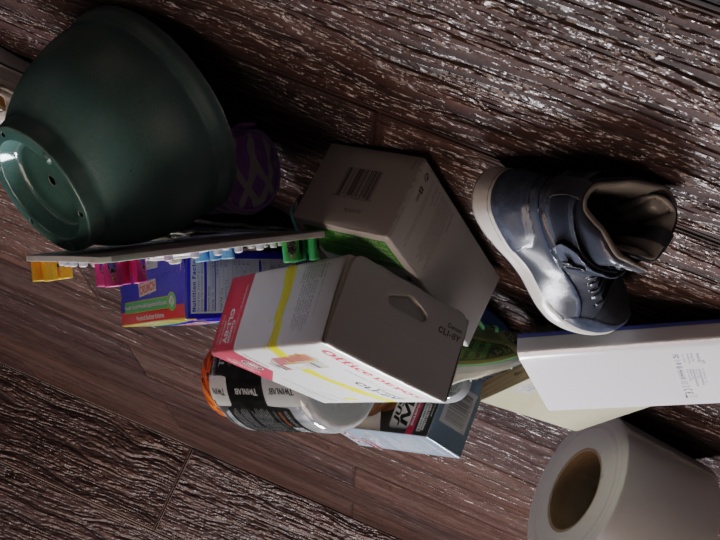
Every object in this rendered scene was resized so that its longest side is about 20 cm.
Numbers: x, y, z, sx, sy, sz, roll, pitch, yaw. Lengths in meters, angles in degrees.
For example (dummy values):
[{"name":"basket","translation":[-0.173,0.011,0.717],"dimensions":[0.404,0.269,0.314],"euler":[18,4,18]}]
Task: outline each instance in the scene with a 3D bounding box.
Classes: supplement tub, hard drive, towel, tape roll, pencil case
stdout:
[{"name":"supplement tub","translation":[-0.084,0.118,1.170],"dimensions":[0.199,0.123,0.122],"euler":[-8,143,47]},{"name":"hard drive","translation":[0.259,0.090,0.978],"dimensions":[0.198,0.026,0.132],"euler":[-6,147,23]},{"name":"towel","translation":[-0.189,-0.036,1.139],"dimensions":[0.191,0.035,0.199],"euler":[4,178,-44]},{"name":"tape roll","translation":[0.311,0.291,1.255],"dimensions":[0.138,0.204,0.203],"euler":[28,160,-11]},{"name":"pencil case","translation":[-0.163,-0.096,1.019],"dimensions":[0.199,0.087,0.083],"euler":[4,-171,44]}]

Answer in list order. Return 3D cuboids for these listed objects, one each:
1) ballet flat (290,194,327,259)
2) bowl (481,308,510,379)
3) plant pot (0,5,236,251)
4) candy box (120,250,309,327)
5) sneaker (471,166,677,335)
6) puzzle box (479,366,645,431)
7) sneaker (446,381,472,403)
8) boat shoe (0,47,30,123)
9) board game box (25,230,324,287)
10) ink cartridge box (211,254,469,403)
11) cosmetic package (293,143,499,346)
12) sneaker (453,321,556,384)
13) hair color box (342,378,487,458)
[{"name":"ballet flat","translation":[0.000,0.000,1.069],"dimensions":[0.067,0.068,0.201],"euler":[-17,120,21]},{"name":"bowl","translation":[0.081,0.065,1.190],"dimensions":[0.199,0.040,0.201],"euler":[21,160,8]},{"name":"plant pot","translation":[-0.222,-0.101,0.884],"dimensions":[0.199,0.134,0.202],"euler":[29,141,26]},{"name":"candy box","translation":[-0.141,0.020,1.155],"dimensions":[0.198,0.078,0.168],"euler":[1,176,-35]},{"name":"sneaker","translation":[0.195,-0.007,0.824],"dimensions":[0.145,0.077,0.202],"euler":[4,151,50]},{"name":"puzzle box","translation":[0.232,0.123,1.111],"dimensions":[0.132,0.026,0.200],"euler":[20,154,-18]},{"name":"sneaker","translation":[0.053,0.103,1.177],"dimensions":[0.199,0.074,0.071],"euler":[18,171,43]},{"name":"boat shoe","translation":[-0.333,-0.165,1.046],"dimensions":[0.199,0.070,0.071],"euler":[27,160,-5]},{"name":"board game box","translation":[-0.162,-0.012,0.906],"dimensions":[0.198,0.026,0.199],"euler":[-8,-175,-34]},{"name":"ink cartridge box","translation":[-0.023,0.060,0.955],"dimensions":[0.144,0.084,0.199],"euler":[28,159,-29]},{"name":"cosmetic package","translation":[0.039,-0.021,0.958],"dimensions":[0.107,0.085,0.200],"euler":[13,155,35]},{"name":"sneaker","translation":[0.105,0.068,1.061],"dimensions":[0.198,0.090,0.077],"euler":[-13,174,-16]},{"name":"hair color box","translation":[0.053,0.159,1.254],"dimensions":[0.060,0.100,0.199],"euler":[34,158,-28]}]
